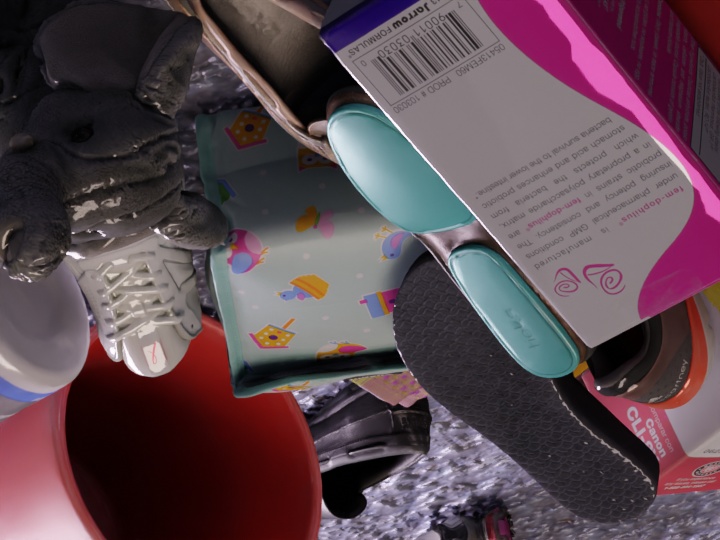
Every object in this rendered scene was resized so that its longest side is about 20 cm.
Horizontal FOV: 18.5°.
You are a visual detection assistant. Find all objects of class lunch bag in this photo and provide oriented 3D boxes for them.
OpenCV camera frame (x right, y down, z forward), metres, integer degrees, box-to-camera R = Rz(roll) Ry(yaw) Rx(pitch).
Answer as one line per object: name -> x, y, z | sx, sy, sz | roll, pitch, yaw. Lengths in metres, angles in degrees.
lunch bag -> 0.000, 0.000, 1.225 | 0.170, 0.122, 0.200 | -8, 143, -4

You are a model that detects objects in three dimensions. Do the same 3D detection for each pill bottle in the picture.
pill bottle -> -0.258, 0.053, 1.219 | 0.200, 0.114, 0.114 | -28, 148, 24

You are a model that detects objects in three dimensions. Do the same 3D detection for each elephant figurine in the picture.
elephant figurine -> -0.120, -0.054, 1.001 | 0.155, 0.200, 0.142 | -55, 133, -10

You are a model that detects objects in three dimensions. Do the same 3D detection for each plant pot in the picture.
plant pot -> -0.154, 0.139, 1.360 | 0.200, 0.201, 0.177 | 15, 149, -41

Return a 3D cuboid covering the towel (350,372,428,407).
towel -> 0.036, 0.008, 1.337 | 0.144, 0.023, 0.200 | 32, 129, -30

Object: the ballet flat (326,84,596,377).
ballet flat -> 0.053, -0.032, 1.069 | 0.068, 0.068, 0.200 | -9, 132, 40

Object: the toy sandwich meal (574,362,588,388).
toy sandwich meal -> 0.188, 0.044, 1.345 | 0.205, 0.070, 0.205 | -15, 154, -8

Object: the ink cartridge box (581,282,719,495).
ink cartridge box -> 0.244, 0.040, 1.211 | 0.145, 0.083, 0.200 | 1, 148, -39

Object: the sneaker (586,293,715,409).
sneaker -> 0.125, -0.023, 1.168 | 0.077, 0.200, 0.082 | -32, 160, 36

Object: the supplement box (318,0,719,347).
supplement box -> 0.089, -0.079, 0.992 | 0.101, 0.103, 0.200 | -29, 114, 28

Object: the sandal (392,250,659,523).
sandal -> 0.085, 0.059, 1.174 | 0.076, 0.043, 0.200 | -22, 123, 30

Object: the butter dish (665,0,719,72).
butter dish -> 0.214, -0.103, 1.098 | 0.199, 0.148, 0.200 | -29, 166, 23

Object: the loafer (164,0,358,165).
loafer -> -0.020, -0.093, 1.063 | 0.200, 0.063, 0.072 | 37, 104, -30

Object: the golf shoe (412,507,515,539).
golf shoe -> 0.086, 0.255, 1.770 | 0.092, 0.073, 0.200 | -10, 141, 4

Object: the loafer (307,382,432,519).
loafer -> -0.027, 0.141, 1.518 | 0.068, 0.070, 0.201 | 15, 139, -41

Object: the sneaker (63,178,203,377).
sneaker -> -0.116, 0.003, 1.178 | 0.078, 0.099, 0.200 | -16, 165, 3
